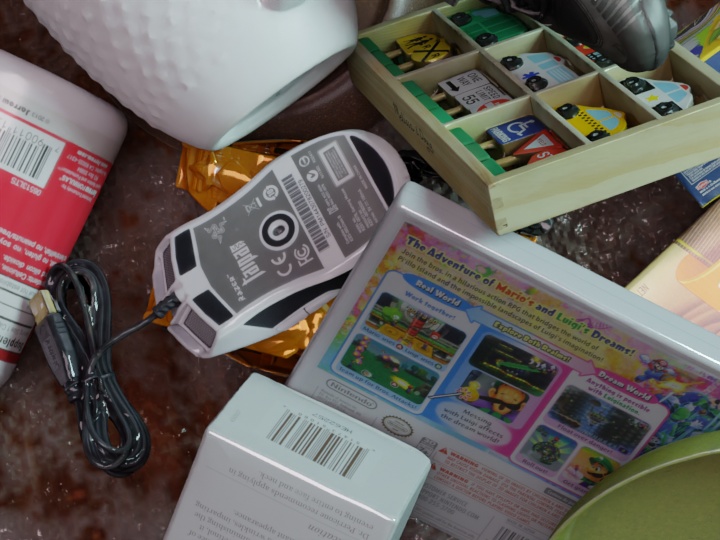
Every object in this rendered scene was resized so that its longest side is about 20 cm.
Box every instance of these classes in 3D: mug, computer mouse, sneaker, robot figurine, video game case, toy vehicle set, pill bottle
[{"bbox_3d":[-0.078,-0.160,1.064,0.148,0.200,0.175,-36,89,-28],"label":"mug"},{"bbox_3d":[-0.059,0.007,1.091,0.200,0.044,0.110,-30,64,7],"label":"computer mouse"},{"bbox_3d":[0.052,-0.147,1.022,0.090,0.066,0.200,-37,70,-17],"label":"sneaker"},{"bbox_3d":[0.000,0.000,1.139,0.200,0.058,0.145,14,95,7],"label":"robot figurine"},{"bbox_3d":[0.073,0.065,1.071,0.200,0.024,0.182,27,133,-4],"label":"video game case"},{"bbox_3d":[0.081,-0.086,1.071,0.124,0.200,0.027,-20,120,-11],"label":"toy vehicle set"},{"bbox_3d":[-0.206,-0.011,1.137,0.112,0.112,0.200,26,89,7],"label":"pill bottle"}]

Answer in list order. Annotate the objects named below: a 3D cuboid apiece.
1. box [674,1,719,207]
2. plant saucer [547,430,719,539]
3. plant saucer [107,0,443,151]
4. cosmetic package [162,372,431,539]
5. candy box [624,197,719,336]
[{"bbox_3d":[0.223,-0.119,1.079,0.200,0.070,0.064,-36,105,27],"label":"box"},{"bbox_3d":[0.178,0.131,1.069,0.200,0.200,0.031,-8,47,5],"label":"plant saucer"},{"bbox_3d":[-0.055,-0.155,1.174,0.200,0.034,0.200,-1,85,6],"label":"plant saucer"},{"bbox_3d":[-0.051,0.163,1.092,0.102,0.074,0.200,26,115,7],"label":"cosmetic package"},{"bbox_3d":[0.206,0.016,1.122,0.200,0.055,0.115,-43,84,0],"label":"candy box"}]
